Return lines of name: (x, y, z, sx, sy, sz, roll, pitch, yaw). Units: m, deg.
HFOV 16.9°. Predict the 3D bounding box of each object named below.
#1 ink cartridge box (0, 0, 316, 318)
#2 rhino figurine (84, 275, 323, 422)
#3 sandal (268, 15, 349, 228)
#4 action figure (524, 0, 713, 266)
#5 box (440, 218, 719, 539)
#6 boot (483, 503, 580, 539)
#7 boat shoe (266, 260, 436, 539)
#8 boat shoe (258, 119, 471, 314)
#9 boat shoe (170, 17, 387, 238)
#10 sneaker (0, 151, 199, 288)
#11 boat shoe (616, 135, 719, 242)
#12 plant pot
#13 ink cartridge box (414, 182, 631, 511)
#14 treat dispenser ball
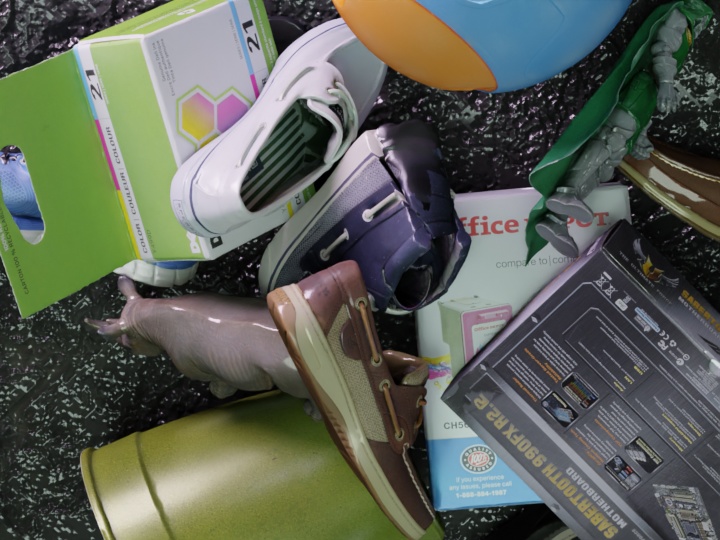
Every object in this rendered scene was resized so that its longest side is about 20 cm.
ink cartridge box: (-0.135, -0.071, 1.487, 0.076, 0.200, 0.149, -1, 111, 45)
rhino figurine: (-0.092, 0.045, 1.550, 0.199, 0.060, 0.087, 10, 160, 26)
sandal: (-0.033, -0.067, 1.574, 0.075, 0.045, 0.201, -19, 111, 11)
action figure: (0.165, -0.100, 1.488, 0.055, 0.200, 0.118, 30, 151, 6)
box: (0.171, 0.092, 1.457, 0.200, 0.048, 0.158, 44, 124, 1)
boot: (0.178, 0.217, 1.669, 0.200, 0.073, 0.151, -36, 108, 16)
boat shoe: (0.013, 0.079, 1.475, 0.072, 0.072, 0.201, -30, 119, -6)
boat shoe: (0.000, 0.000, 1.506, 0.074, 0.093, 0.200, -3, 148, -28)
boat shoe: (-0.031, -0.086, 1.489, 0.067, 0.200, 0.074, 0, 131, 46)
sneaker: (-0.192, -0.061, 1.578, 0.199, 0.079, 0.090, 17, 106, -13)
boat shoe: (0.258, -0.048, 1.557, 0.199, 0.072, 0.068, 23, 107, -13)
plant pot: (-0.054, 0.163, 1.610, 0.192, 0.200, 0.201, -28, 109, 1)
ink cartridge box: (0.108, 0.046, 1.559, 0.144, 0.085, 0.201, -5, 90, 4)
treat dispenser ball: (0.071, -0.205, 1.427, 0.200, 0.201, 0.202, 1, 113, 3)
